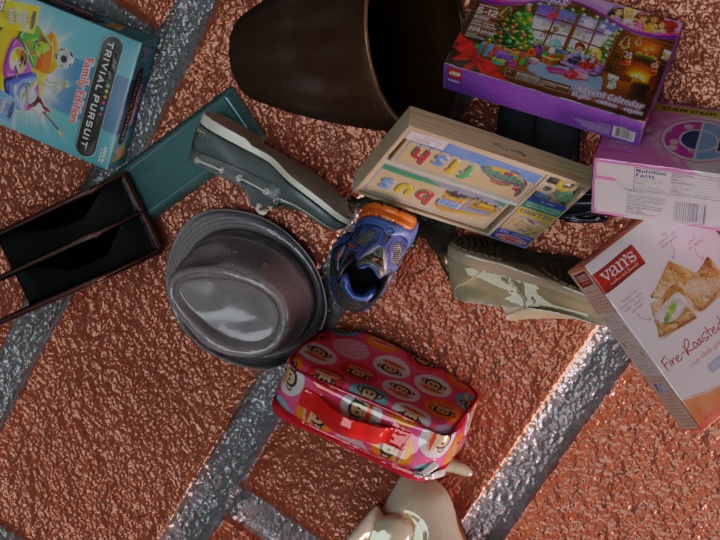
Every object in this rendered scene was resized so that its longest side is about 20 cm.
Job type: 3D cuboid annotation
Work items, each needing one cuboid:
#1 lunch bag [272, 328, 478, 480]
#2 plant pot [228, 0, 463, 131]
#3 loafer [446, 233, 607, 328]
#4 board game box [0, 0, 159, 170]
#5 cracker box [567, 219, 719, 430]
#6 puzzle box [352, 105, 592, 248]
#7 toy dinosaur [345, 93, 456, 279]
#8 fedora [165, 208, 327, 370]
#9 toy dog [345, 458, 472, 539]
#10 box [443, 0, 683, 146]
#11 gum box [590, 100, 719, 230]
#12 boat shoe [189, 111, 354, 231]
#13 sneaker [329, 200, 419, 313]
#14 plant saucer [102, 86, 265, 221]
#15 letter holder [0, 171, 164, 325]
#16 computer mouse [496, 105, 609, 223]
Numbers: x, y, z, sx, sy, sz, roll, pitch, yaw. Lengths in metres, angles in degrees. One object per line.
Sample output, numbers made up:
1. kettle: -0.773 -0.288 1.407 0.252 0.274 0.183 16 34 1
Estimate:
1. lunch bag: 0.015 0.140 1.594 0.200 0.176 0.082 24 110 11
2. plant pot: -0.027 -0.224 1.525 0.200 0.187 0.187 -1 104 33
3. loafer: 0.181 0.020 1.567 0.200 0.076 0.068 19 119 10
4. board game box: -0.339 -0.220 1.684 0.200 0.047 0.151 23 110 11
5. cracker box: 0.319 0.039 1.500 0.134 0.058 0.200 -37 91 -12
6. puzzle box: 0.107 -0.088 1.489 0.200 0.025 0.133 17 148 -18
7. toy dinosaur: 0.054 -0.070 1.582 0.102 0.077 0.200 -26 91 36
8. fedora: -0.140 0.030 1.661 0.200 0.090 0.177 28 111 9
9. toy dog: 0.089 0.323 1.657 0.200 0.140 0.194 41 76 6
10. box: 0.195 -0.208 1.470 0.200 0.137 0.039 18 147 12
11. gum box: 0.320 -0.100 1.458 0.200 0.114 0.066 9 130 16
12. boat shoe: -0.097 -0.093 1.608 0.200 0.073 0.062 35 105 13
13. sneaker: 0.000 0.000 1.573 0.075 0.078 0.200 24 154 1
14. plant saucer: -0.200 -0.120 1.682 0.200 0.019 0.070 -33 92 23
15. letter holder: -0.347 -0.014 1.679 0.200 0.142 0.101 -22 97 28
16. computer mouse: 0.186 -0.141 1.532 0.138 0.053 0.200 3 105 18
